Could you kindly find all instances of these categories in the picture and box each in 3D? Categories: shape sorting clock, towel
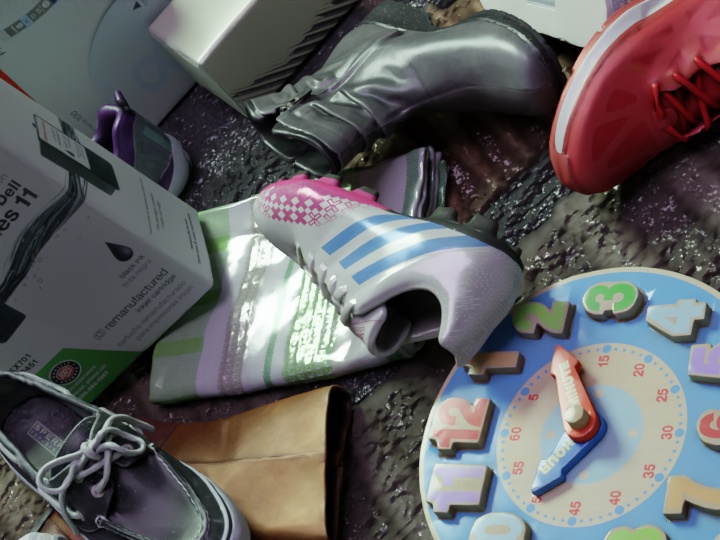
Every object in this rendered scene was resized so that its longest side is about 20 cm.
[{"bbox_3d":[0.119,0.084,0.968,0.199,0.039,0.201,-21,48,25],"label":"shape sorting clock"},{"bbox_3d":[-0.042,0.004,1.162,0.199,0.031,0.150,-13,51,31],"label":"towel"}]

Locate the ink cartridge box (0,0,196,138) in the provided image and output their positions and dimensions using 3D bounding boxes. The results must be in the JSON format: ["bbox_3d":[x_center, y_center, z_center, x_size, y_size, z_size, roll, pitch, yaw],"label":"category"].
[{"bbox_3d":[-0.215,-0.134,1.305,0.200,0.160,0.047,-49,41,-4],"label":"ink cartridge box"}]

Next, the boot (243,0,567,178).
[{"bbox_3d":[0.025,-0.098,1.137,0.131,0.070,0.200,-39,27,-23],"label":"boot"}]

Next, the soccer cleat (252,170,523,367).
[{"bbox_3d":[0.000,0.000,1.061,0.199,0.070,0.087,14,69,43],"label":"soccer cleat"}]

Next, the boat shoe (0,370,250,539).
[{"bbox_3d":[-0.145,0.111,1.051,0.074,0.068,0.199,-47,51,-12],"label":"boat shoe"}]

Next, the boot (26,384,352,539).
[{"bbox_3d":[-0.100,0.163,1.080,0.199,0.069,0.189,-8,46,24],"label":"boot"}]

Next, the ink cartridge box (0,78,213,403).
[{"bbox_3d":[-0.214,-0.016,1.166,0.147,0.200,0.083,-43,37,19],"label":"ink cartridge box"}]

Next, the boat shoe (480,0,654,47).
[{"bbox_3d":[0.128,-0.185,1.147,0.068,0.073,0.200,-14,17,-19],"label":"boat shoe"}]

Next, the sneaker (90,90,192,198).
[{"bbox_3d":[-0.210,-0.032,1.276,0.200,0.088,0.074,-49,43,-4],"label":"sneaker"}]

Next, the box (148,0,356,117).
[{"bbox_3d":[-0.047,-0.209,1.300,0.200,0.068,0.082,-49,42,-3],"label":"box"}]

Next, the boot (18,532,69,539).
[{"bbox_3d":[-0.100,0.199,0.991,0.095,0.074,0.200,-41,72,8],"label":"boot"}]

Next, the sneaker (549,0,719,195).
[{"bbox_3d":[0.199,-0.111,1.028,0.200,0.078,0.115,-51,42,-5],"label":"sneaker"}]
